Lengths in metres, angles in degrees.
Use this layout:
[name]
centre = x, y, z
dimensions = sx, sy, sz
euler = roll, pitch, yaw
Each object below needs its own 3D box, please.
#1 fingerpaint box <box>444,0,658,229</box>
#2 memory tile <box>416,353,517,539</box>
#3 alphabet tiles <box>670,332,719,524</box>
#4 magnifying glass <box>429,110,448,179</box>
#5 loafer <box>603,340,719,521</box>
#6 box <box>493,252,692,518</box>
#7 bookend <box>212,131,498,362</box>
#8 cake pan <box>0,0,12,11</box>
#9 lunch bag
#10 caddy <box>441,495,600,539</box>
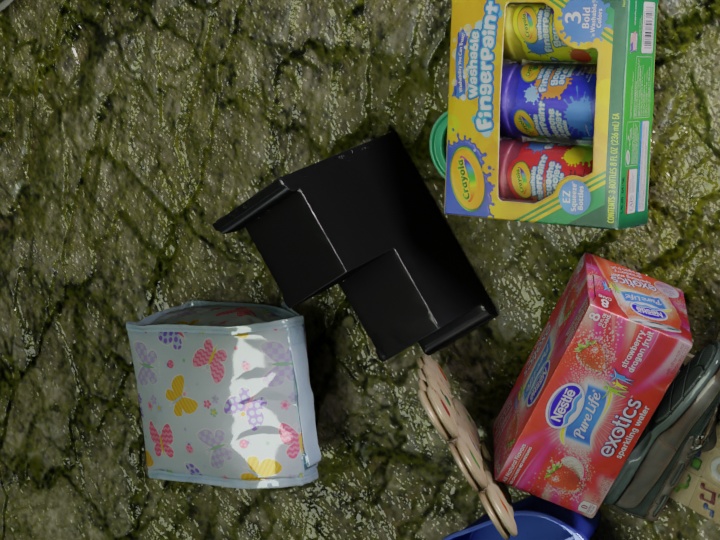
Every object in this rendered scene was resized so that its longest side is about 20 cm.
[fingerpaint box]
centre = 0.160, -0.142, 1.508
dimensions = 0.165, 0.073, 0.202
euler = 7, 99, 30
[memory tile]
centre = 0.095, 0.153, 1.583
dimensions = 0.017, 0.200, 0.154
euler = -30, 97, 5
[alphabet tiles]
centre = 0.342, 0.153, 1.540
dimensions = 0.199, 0.006, 0.168
euler = 28, 117, 23
[magnifying glass]
centre = 0.150, -0.105, 1.575
dimensions = 0.198, 0.022, 0.080
euler = 7, 107, 30
[loafer]
centre = 0.280, 0.142, 1.542
dimensions = 0.063, 0.072, 0.201
euler = 31, 128, -1
[box]
centre = 0.198, 0.101, 1.543
dimensions = 0.099, 0.096, 0.201
euler = 21, 119, -7
[bookend]
centre = 0.000, 0.000, 1.595
dimensions = 0.092, 0.198, 0.201
euler = -32, 88, 35
[cake pan]
centre = -0.403, -0.363, 1.839
dimensions = 0.199, 0.037, 0.202
euler = 10, 110, 30
[lunch bag]
centre = -0.120, 0.122, 1.755
dimensions = 0.199, 0.127, 0.171
euler = 0, 102, 42
[caddy]
centre = 0.150, 0.290, 1.642
dimensions = 0.199, 0.105, 0.142
euler = -27, 88, 35
